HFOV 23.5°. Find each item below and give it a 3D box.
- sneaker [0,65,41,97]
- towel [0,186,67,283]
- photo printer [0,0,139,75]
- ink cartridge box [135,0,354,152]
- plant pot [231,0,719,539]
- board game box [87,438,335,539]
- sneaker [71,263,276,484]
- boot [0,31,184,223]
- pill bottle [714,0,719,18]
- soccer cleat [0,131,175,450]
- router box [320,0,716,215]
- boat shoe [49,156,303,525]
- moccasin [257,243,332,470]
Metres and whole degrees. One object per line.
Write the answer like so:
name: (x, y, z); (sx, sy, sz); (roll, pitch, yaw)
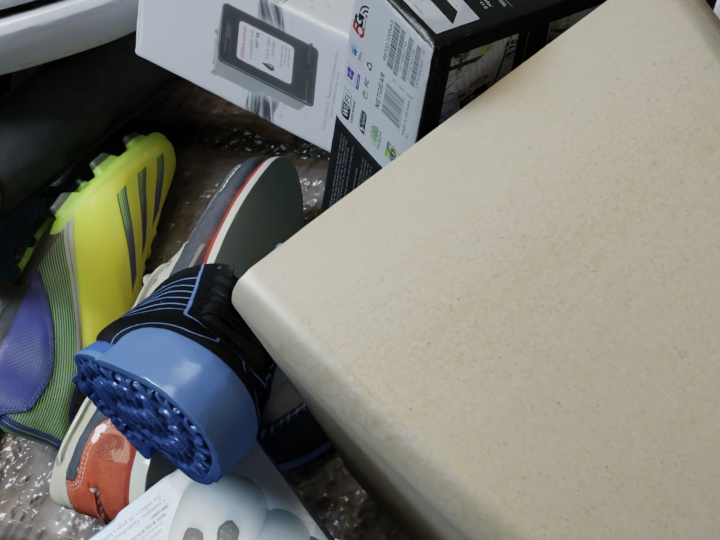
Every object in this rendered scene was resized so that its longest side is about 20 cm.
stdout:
sneaker: (-0.289, -0.091, 0.975); (0.145, 0.078, 0.202); (9, 28, 26)
towel: (-0.238, 0.040, 0.919); (0.145, 0.022, 0.201); (-2, 54, 26)
photo printer: (-0.181, -0.153, 0.896); (0.165, 0.070, 0.200); (-15, 22, 1)
ink cartridge box: (-0.021, -0.126, 0.783); (0.199, 0.067, 0.116); (28, 47, 15)
plant pot: (0.102, 0.050, 0.642); (0.199, 0.200, 0.177); (-37, 60, -5)
board game box: (-0.065, 0.197, 0.663); (0.199, 0.043, 0.199); (-37, 64, -6)
sneaker: (-0.065, 0.032, 0.678); (0.078, 0.070, 0.200); (-45, 10, -13)
boot: (-0.161, -0.071, 0.880); (0.199, 0.073, 0.181); (-34, 13, -25)
pill bottle: (0.201, -0.127, 0.775); (0.199, 0.113, 0.113); (-29, 47, 2)
soccer cleat: (-0.135, 0.008, 0.876); (0.065, 0.084, 0.201); (-39, 17, 44)
router box: (0.058, -0.048, 0.695); (0.148, 0.201, 0.051); (-22, 55, -28)
boat shoe: (-0.084, 0.029, 0.825); (0.062, 0.071, 0.201); (5, 61, 32)
moccasin: (0.000, 0.000, 0.804); (0.080, 0.068, 0.200); (25, 68, 38)
